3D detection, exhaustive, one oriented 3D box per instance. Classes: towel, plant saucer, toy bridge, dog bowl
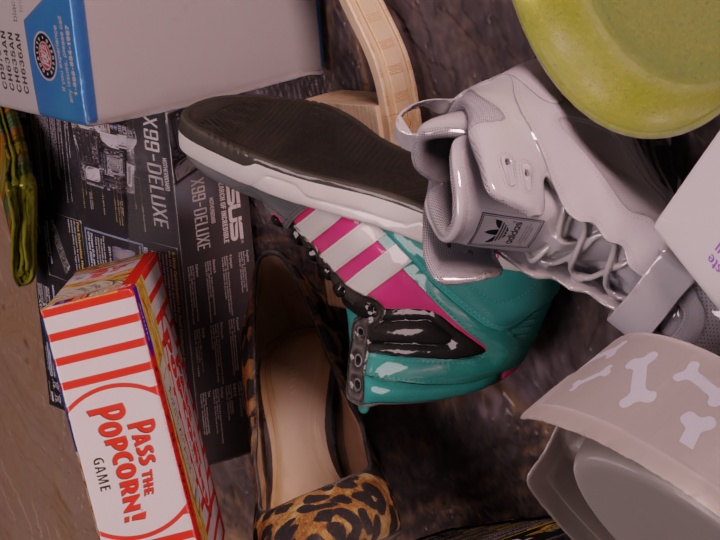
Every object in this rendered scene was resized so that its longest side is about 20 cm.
[{"bbox_3d":[-0.206,-0.092,1.607,0.086,0.018,0.201,99,157,-50],"label":"towel"},{"bbox_3d":[0.119,-0.152,1.125,0.200,0.031,0.202,15,108,56],"label":"plant saucer"},{"bbox_3d":[0.001,-0.073,1.371,0.067,0.027,0.201,8,111,53],"label":"toy bridge"},{"bbox_3d":[0.150,0.102,1.120,0.200,0.059,0.200,37,166,11],"label":"dog bowl"}]

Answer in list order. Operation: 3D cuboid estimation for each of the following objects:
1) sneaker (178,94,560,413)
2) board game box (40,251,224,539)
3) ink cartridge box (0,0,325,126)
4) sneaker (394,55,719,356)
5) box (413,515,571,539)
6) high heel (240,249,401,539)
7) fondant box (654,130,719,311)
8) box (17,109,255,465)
[{"bbox_3d":[0.000,0.000,1.330,0.199,0.084,0.121,22,121,26],"label":"sneaker"},{"bbox_3d":[-0.106,0.076,1.393,0.200,0.046,0.153,-105,1,-84],"label":"board game box"},{"bbox_3d":[-0.136,-0.165,1.424,0.199,0.144,0.148,15,116,51],"label":"ink cartridge box"},{"bbox_3d":[0.096,-0.004,1.183,0.201,0.114,0.075,58,143,22],"label":"sneaker"},{"bbox_3d":[0.014,0.155,1.290,0.159,0.199,0.050,-12,93,56],"label":"box"},{"bbox_3d":[-0.032,0.067,1.369,0.200,0.071,0.143,-67,-41,-84],"label":"high heel"},{"bbox_3d":[0.208,-0.028,1.054,0.145,0.058,0.200,53,142,19],"label":"fondant box"},{"bbox_3d":[-0.118,-0.011,1.546,0.157,0.050,0.201,15,116,52],"label":"box"}]
